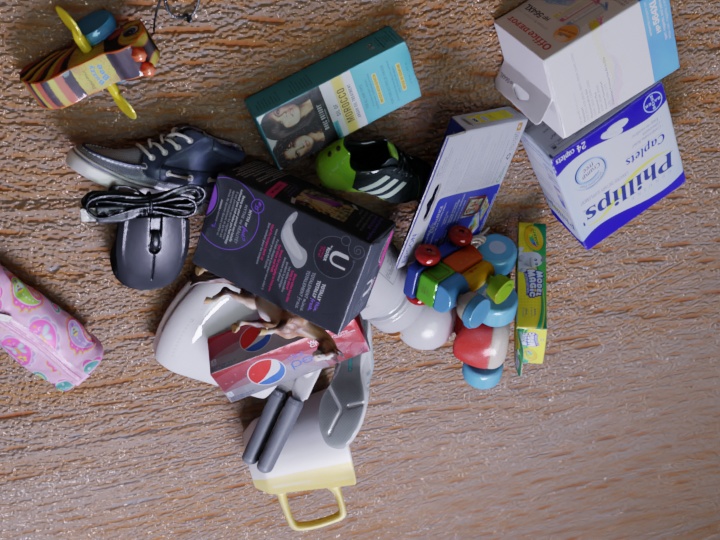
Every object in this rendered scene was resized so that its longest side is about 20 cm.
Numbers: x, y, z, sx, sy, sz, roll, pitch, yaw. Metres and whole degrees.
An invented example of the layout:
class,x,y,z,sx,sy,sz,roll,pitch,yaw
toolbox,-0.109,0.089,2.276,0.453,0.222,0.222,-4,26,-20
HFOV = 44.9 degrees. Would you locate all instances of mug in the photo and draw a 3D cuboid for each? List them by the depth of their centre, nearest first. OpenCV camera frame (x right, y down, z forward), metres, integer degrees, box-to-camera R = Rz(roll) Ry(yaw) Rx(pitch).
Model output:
class,x,y,z,sx,sy,sz,roll,pitch,yaw
mug,-0.092,0.285,1.320,0.151,0.188,0.150,-13,152,-6

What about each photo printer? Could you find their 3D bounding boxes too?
class,x,y,z,sx,sy,sz,roll,pitch,yaw
photo printer,-0.171,0.081,1.184,0.199,0.070,0.167,25,111,-39

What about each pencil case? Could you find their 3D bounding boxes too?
class,x,y,z,sx,sy,sz,roll,pitch,yaw
pencil case,-0.402,0.066,1.045,0.087,0.088,0.200,-35,134,2

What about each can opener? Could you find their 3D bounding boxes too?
class,x,y,z,sx,sy,sz,roll,pitch,yaw
can opener,-0.105,0.194,1.261,0.202,0.052,0.066,-64,161,-6

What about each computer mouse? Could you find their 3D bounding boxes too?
class,x,y,z,sx,sy,sz,roll,pitch,yaw
computer mouse,-0.251,-0.025,1.021,0.137,0.053,0.200,-7,153,-17

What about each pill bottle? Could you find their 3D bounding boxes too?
class,x,y,z,sx,sy,sz,roll,pitch,yaw
pill bottle,0.000,0.000,1.180,0.114,0.115,0.200,-41,132,8

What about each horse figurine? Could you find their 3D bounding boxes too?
class,x,y,z,sx,sy,sz,roll,pitch,yaw
horse figurine,-0.120,0.042,1.046,0.132,0.199,0.050,2,118,-50

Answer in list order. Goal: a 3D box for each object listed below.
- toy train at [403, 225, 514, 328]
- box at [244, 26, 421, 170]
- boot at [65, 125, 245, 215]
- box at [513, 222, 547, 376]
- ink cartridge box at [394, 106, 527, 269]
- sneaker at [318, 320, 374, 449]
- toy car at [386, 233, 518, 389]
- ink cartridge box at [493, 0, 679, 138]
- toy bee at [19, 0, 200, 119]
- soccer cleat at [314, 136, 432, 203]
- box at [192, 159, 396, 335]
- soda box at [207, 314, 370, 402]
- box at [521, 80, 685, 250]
class,x,y,z,sx,sy,sz,roll,pitch,yaw
toy train,0.160,0.000,1.170,0.199,0.115,0.085,-29,143,-39
box,-0.031,-0.207,1.047,0.199,0.049,0.083,-29,133,-5
boot,-0.230,-0.132,0.998,0.199,0.073,0.091,14,111,-44
box,0.248,0.045,1.273,0.048,0.202,0.118,3,151,10
ink cartridge box,0.124,-0.112,1.156,0.199,0.047,0.199,-17,137,-46
sneaker,-0.009,0.160,1.267,0.070,0.202,0.080,5,164,20
toy car,0.121,0.055,1.288,0.198,0.178,0.185,5,139,3
ink cartridge box,0.272,-0.277,1.096,0.199,0.129,0.126,-32,133,-2
toy bee,-0.252,-0.223,0.882,0.200,0.109,0.131,-46,130,12
soccer cleat,0.034,-0.130,1.106,0.199,0.068,0.081,0,156,-41
box,-0.077,-0.032,1.025,0.123,0.199,0.106,-69,168,22
soda box,-0.093,0.095,1.118,0.198,0.064,0.070,-21,134,5
box,0.344,-0.166,1.236,0.183,0.105,0.200,-35,134,2
